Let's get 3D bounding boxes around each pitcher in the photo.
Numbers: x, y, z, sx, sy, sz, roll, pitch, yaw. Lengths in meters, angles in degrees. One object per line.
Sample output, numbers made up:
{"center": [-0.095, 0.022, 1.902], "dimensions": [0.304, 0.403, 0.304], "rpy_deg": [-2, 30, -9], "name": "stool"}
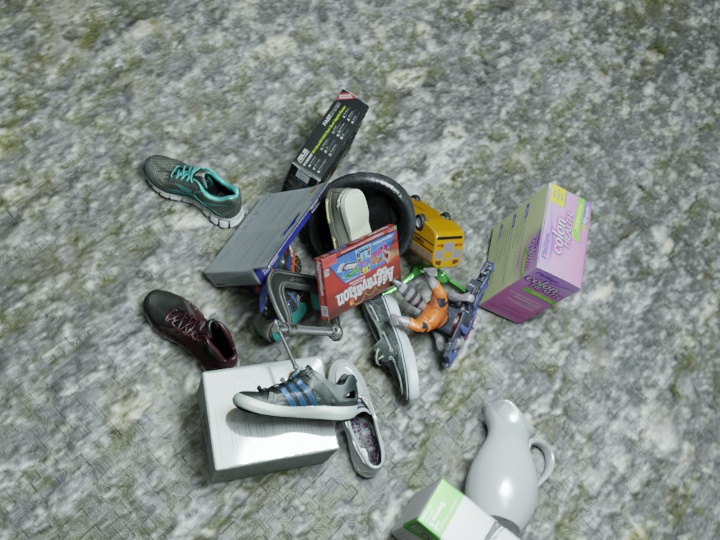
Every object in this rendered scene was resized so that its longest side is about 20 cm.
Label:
{"center": [0.260, 0.348, 1.404], "dimensions": [0.170, 0.121, 0.203], "rpy_deg": [33, 49, -18], "name": "pitcher"}

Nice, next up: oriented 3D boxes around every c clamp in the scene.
{"center": [-0.087, 0.077, 1.339], "dimensions": [0.199, 0.027, 0.173], "rpy_deg": [2, 58, -59], "name": "c clamp"}

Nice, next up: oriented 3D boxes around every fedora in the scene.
{"center": [0.001, -0.093, 1.503], "dimensions": [0.195, 0.092, 0.205], "rpy_deg": [0, 108, 0], "name": "fedora"}

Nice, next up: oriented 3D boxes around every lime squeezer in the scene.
{"center": [0.135, 0.022, 1.547], "dimensions": [0.195, 0.038, 0.072], "rpy_deg": [5, 65, -16], "name": "lime squeezer"}

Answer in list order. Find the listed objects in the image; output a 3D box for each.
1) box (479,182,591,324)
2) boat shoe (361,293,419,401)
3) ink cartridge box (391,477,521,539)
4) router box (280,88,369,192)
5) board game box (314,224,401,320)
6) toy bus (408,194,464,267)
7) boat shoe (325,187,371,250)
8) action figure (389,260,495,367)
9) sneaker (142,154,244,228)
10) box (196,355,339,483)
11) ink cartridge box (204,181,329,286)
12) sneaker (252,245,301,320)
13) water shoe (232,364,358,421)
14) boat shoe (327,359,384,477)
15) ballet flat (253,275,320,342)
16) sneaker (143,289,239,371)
{"center": [0.318, -0.027, 1.527], "dimensions": [0.095, 0.200, 0.179], "rpy_deg": [23, 61, -13], "name": "box"}
{"center": [0.050, 0.139, 1.459], "dimensions": [0.069, 0.073, 0.203], "rpy_deg": [-11, 60, -11], "name": "boat shoe"}
{"center": [0.164, 0.432, 1.309], "dimensions": [0.199, 0.146, 0.084], "rpy_deg": [38, 62, 3], "name": "ink cartridge box"}
{"center": [-0.069, -0.211, 1.525], "dimensions": [0.061, 0.150, 0.202], "rpy_deg": [31, 61, 0], "name": "router box"}
{"center": [0.000, 0.000, 1.396], "dimensions": [0.198, 0.019, 0.105], "rpy_deg": [-27, 118, -46], "name": "board game box"}
{"center": [0.109, -0.079, 1.523], "dimensions": [0.064, 0.080, 0.200], "rpy_deg": [-5, 24, -28], "name": "toy bus"}
{"center": [-0.016, -0.047, 1.436], "dimensions": [0.059, 0.206, 0.072], "rpy_deg": [13, 34, 38], "name": "boat shoe"}
{"center": [0.149, 0.053, 1.473], "dimensions": [0.193, 0.104, 0.203], "rpy_deg": [34, 83, -46], "name": "action figure"}
{"center": [-0.289, -0.158, 1.468], "dimensions": [0.197, 0.091, 0.079], "rpy_deg": [26, 61, -4], "name": "sneaker"}
{"center": [-0.149, 0.236, 1.324], "dimensions": [0.195, 0.107, 0.155], "rpy_deg": [-5, 68, -18], "name": "box"}
{"center": [-0.150, -0.059, 1.413], "dimensions": [0.041, 0.198, 0.201], "rpy_deg": [49, 59, -27], "name": "ink cartridge box"}
{"center": [-0.147, 0.027, 1.405], "dimensions": [0.076, 0.077, 0.201], "rpy_deg": [54, 18, -22], "name": "sneaker"}
{"center": [-0.098, 0.182, 1.259], "dimensions": [0.196, 0.071, 0.081], "rpy_deg": [9, 80, -24], "name": "water shoe"}
{"center": [-0.005, 0.240, 1.388], "dimensions": [0.070, 0.069, 0.204], "rpy_deg": [-4, 68, -18], "name": "boat shoe"}
{"center": [-0.104, 0.048, 1.451], "dimensions": [0.063, 0.068, 0.199], "rpy_deg": [31, 53, 34], "name": "ballet flat"}
{"center": [-0.267, 0.086, 1.351], "dimensions": [0.199, 0.116, 0.076], "rpy_deg": [39, 61, 3], "name": "sneaker"}
